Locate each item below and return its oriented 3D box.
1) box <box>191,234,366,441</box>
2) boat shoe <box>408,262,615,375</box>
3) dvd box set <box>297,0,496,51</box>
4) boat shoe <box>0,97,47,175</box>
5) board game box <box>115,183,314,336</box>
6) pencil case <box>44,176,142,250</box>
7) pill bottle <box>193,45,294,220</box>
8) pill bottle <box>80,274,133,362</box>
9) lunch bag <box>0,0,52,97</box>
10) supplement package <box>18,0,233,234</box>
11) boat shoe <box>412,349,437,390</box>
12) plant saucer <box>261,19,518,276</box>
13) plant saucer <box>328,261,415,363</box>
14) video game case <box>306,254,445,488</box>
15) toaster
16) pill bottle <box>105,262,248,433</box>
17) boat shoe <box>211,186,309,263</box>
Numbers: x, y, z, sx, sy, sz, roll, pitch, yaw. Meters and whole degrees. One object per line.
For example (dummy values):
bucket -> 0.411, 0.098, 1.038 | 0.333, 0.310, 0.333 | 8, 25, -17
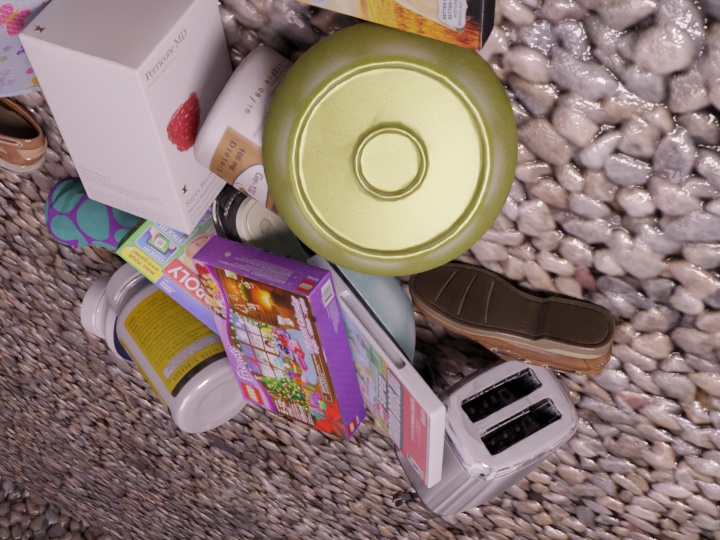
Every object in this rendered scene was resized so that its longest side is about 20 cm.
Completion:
box -> -0.075, 0.068, 0.915 | 0.136, 0.039, 0.201 | 17, 139, 30
boat shoe -> 0.137, 0.054, 0.900 | 0.198, 0.072, 0.068 | 20, 147, 19
dvd box set -> -0.002, -0.237, 0.647 | 0.198, 0.030, 0.147 | 20, 148, 17
boat shoe -> -0.440, -0.187, 1.068 | 0.199, 0.076, 0.072 | 28, 147, -13
board game box -> -0.135, -0.005, 0.996 | 0.134, 0.029, 0.200 | -41, 113, 19
pencil case -> -0.263, -0.054, 1.084 | 0.198, 0.085, 0.093 | 12, 131, 30
pill bottle -> -0.030, -0.087, 0.802 | 0.199, 0.115, 0.114 | 33, 149, -3
pill bottle -> -0.259, 0.072, 1.235 | 0.198, 0.112, 0.112 | 18, 147, 22
lunch bag -> -0.360, -0.262, 0.820 | 0.201, 0.126, 0.170 | 59, 149, 9
supplement package -> -0.189, -0.153, 0.842 | 0.119, 0.122, 0.201 | 19, 148, 18
boat shoe -> 0.049, 0.119, 1.073 | 0.073, 0.069, 0.199 | 13, 171, 9
plant saucer -> 0.022, -0.085, 0.722 | 0.198, 0.031, 0.202 | 1, 110, 1
plant saucer -> 0.000, 0.000, 0.918 | 0.202, 0.039, 0.201 | 52, 178, 2
video game case -> 0.013, 0.094, 0.893 | 0.200, 0.017, 0.144 | 50, 159, 31
toaster -> 0.124, 0.164, 0.964 | 0.114, 0.199, 0.129 | 59, 149, 19
pill bottle -> -0.211, 0.078, 1.093 | 0.200, 0.111, 0.112 | 48, 158, 27
boat shoe -> -0.092, 0.002, 0.959 | 0.067, 0.072, 0.201 | 11, 135, 36
